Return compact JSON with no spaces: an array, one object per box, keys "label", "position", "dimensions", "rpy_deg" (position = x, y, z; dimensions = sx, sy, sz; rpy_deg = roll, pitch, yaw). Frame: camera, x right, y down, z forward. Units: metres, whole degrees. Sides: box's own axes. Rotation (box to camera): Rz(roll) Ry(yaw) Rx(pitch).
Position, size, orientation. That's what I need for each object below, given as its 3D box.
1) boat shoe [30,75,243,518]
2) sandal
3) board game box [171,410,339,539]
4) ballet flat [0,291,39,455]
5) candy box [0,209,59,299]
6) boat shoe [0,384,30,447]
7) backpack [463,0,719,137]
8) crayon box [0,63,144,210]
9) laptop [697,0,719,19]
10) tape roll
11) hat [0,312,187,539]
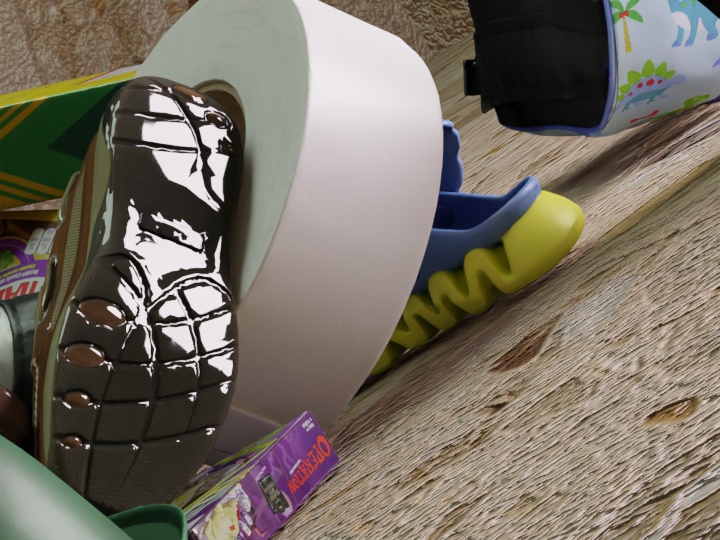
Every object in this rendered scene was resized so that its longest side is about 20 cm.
[{"label":"boat shoe","position":[-0.091,0.020,1.117],"dimensions":[0.074,0.075,0.201],"rpy_deg":[-42,29,46]},{"label":"sandal","position":[0.000,0.000,1.262],"dimensions":[0.200,0.087,0.080],"rpy_deg":[-34,6,21]},{"label":"board game box","position":[-0.109,0.126,1.085],"dimensions":[0.199,0.032,0.120],"rpy_deg":[-31,10,27]},{"label":"ballet flat","position":[-0.171,0.050,1.223],"dimensions":[0.068,0.068,0.200],"rpy_deg":[2,-12,-33]},{"label":"candy box","position":[-0.181,0.021,1.369],"dimensions":[0.199,0.026,0.103],"rpy_deg":[0,69,55]},{"label":"boat shoe","position":[-0.182,0.067,1.134],"dimensions":[0.071,0.070,0.200],"rpy_deg":[-57,26,-13]},{"label":"backpack","position":[0.132,-0.162,1.432],"dimensions":[0.146,0.184,0.200],"rpy_deg":[-14,10,-13]},{"label":"crayon box","position":[-0.157,-0.062,1.386],"dimensions":[0.199,0.051,0.127],"rpy_deg":[-11,7,14]},{"label":"laptop","position":[0.237,-0.174,1.214],"dimensions":[0.187,0.116,0.200],"rpy_deg":[-30,6,34]},{"label":"tape roll","position":[-0.050,-0.018,1.211],"dimensions":[0.202,0.071,0.203],"rpy_deg":[-38,41,41]},{"label":"hat","position":[-0.167,0.069,0.953],"dimensions":[0.200,0.176,0.165],"rpy_deg":[-43,16,-15]}]
